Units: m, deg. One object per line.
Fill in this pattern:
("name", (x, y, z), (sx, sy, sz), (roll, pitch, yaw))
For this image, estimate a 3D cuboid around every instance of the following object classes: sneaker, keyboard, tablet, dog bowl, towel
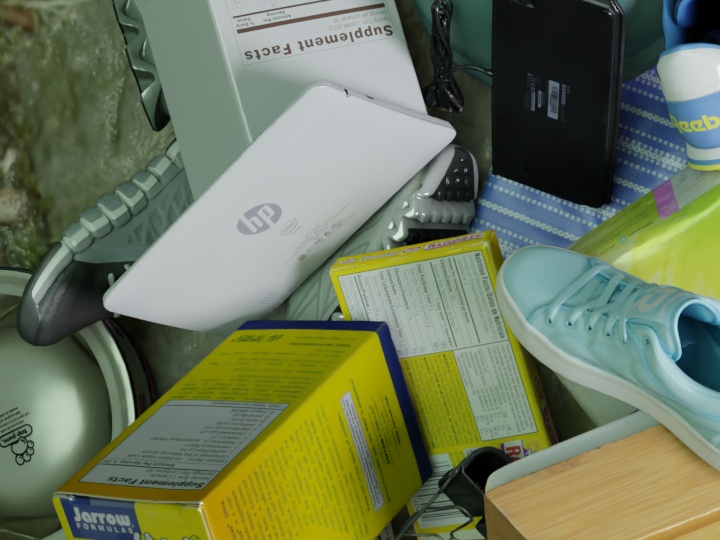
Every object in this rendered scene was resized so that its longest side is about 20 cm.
("sneaker", (0.218, -0.147, 1.263), (0.074, 0.200, 0.082), (-14, 126, 36))
("keyboard", (0.091, -0.112, 1.291), (0.127, 0.200, 0.021), (21, 61, 15))
("tablet", (-0.047, -0.031, 1.318), (0.200, 0.130, 0.014), (-44, 56, 25))
("sneaker", (0.000, 0.000, 1.395), (0.081, 0.075, 0.200), (42, 108, 32))
("sneaker", (-0.112, -0.004, 1.401), (0.115, 0.075, 0.200), (38, 66, 14))
("sneaker", (-0.123, -0.194, 1.463), (0.088, 0.074, 0.200), (-20, 77, 1))
("dog bowl", (-0.220, 0.099, 1.479), (0.200, 0.074, 0.201), (-1, 87, 21))
("towel", (0.153, -0.072, 1.363), (0.145, 0.024, 0.200), (23, 96, 22))
("sneaker", (0.156, 0.029, 1.181), (0.200, 0.082, 0.074), (31, 57, 26))

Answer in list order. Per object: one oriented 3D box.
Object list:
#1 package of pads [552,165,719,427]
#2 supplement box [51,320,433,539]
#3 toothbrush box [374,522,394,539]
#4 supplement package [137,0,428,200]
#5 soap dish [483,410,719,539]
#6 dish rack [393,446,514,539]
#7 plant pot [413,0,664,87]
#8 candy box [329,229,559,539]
("package of pads", (0.205, 0.020, 1.283), (0.200, 0.068, 0.155), (-35, 105, 16))
("supplement box", (-0.063, 0.123, 1.288), (0.109, 0.200, 0.110), (0, 118, 36))
("toothbrush box", (-0.073, 0.233, 1.392), (0.200, 0.086, 0.146), (-7, 98, 20))
("supplement package", (-0.056, -0.153, 1.367), (0.120, 0.121, 0.200), (-13, 84, -24))
("soap dish", (0.170, 0.148, 1.235), (0.200, 0.158, 0.081), (-19, 46, -10))
("dish rack", (0.054, 0.221, 1.302), (0.153, 0.055, 0.200), (48, 63, -7))
("plant pot", (0.106, -0.216, 1.304), (0.200, 0.134, 0.201), (-5, 71, 16))
("candy box", (0.058, 0.077, 1.347), (0.102, 0.026, 0.200), (-11, 111, 19))
